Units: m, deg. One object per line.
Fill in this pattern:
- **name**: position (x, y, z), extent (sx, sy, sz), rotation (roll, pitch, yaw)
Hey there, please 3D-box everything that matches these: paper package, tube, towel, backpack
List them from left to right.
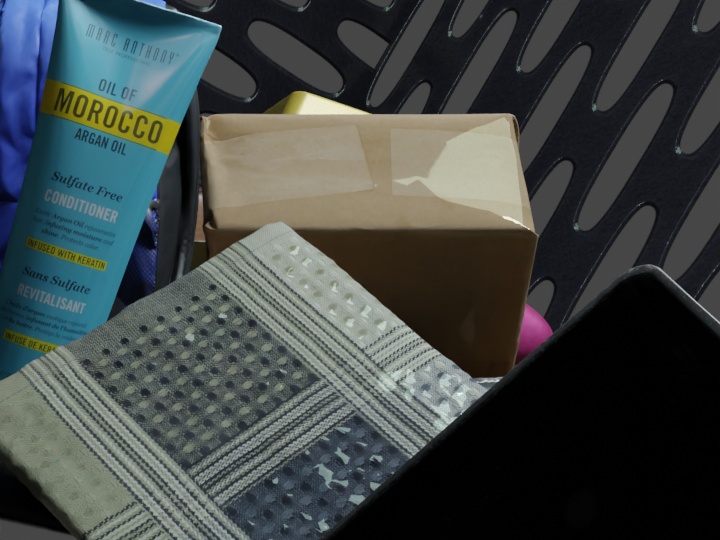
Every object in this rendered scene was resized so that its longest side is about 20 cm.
- **backpack**: position (-0.167, -0.055, 0.771), extent (0.165, 0.203, 0.162), rotation (6, 8, -13)
- **tube**: position (-0.132, -0.031, 0.674), extent (0.076, 0.203, 0.050), rotation (17, 5, -14)
- **towel**: position (-0.042, 0.075, 0.618), extent (0.200, 0.192, 0.035), rotation (40, -35, 29)
- **paper package**: position (0.000, 0.000, 0.893), extent (0.197, 0.192, 0.104), rotation (-1, 48, -5)

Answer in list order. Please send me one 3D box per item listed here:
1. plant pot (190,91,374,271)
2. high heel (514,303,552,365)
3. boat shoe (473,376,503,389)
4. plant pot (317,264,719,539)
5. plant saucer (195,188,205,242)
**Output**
- **plant pot**: position (-0.031, -0.033, 1.161), extent (0.198, 0.179, 0.200), rotation (16, -12, -19)
- **high heel**: position (0.058, 0.018, 1.017), extent (0.198, 0.068, 0.096), rotation (24, -15, -7)
- **boat shoe**: position (0.007, 0.072, 0.848), extent (0.197, 0.067, 0.074), rotation (-11, -16, 18)
- **plant pot**: position (0.103, 0.156, 0.465), extent (0.178, 0.199, 0.200), rotation (48, 4, -25)
- **plant saucer**: position (-0.184, -0.046, 1.002), extent (0.197, 0.035, 0.200), rotation (4, 4, 0)
